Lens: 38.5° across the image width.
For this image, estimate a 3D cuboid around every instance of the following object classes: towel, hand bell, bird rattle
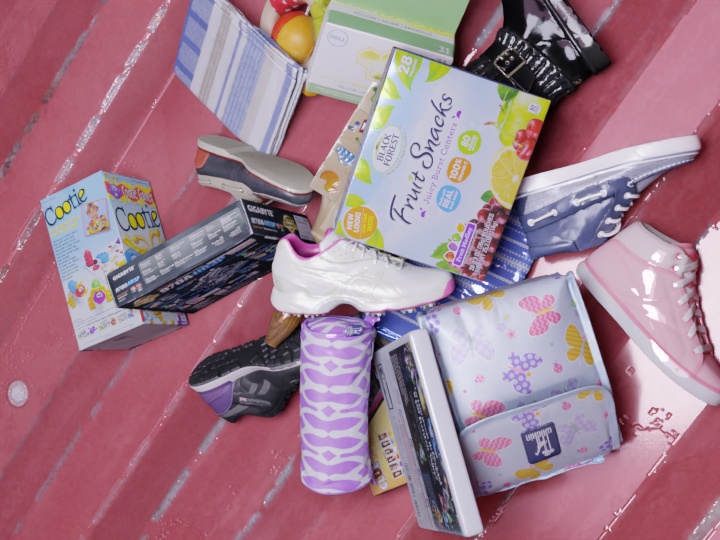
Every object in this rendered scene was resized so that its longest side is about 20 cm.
[{"bbox_3d":[-0.151,-0.243,1.263,0.200,0.024,0.147,44,133,21],"label":"towel"},{"bbox_3d":[0.104,0.002,1.138,0.145,0.024,0.200,26,88,14],"label":"towel"},{"bbox_3d":[-0.052,-0.001,1.172,0.104,0.104,0.200,32,91,22],"label":"hand bell"},{"bbox_3d":[-0.074,-0.301,1.223,0.200,0.113,0.163,39,119,24],"label":"bird rattle"}]

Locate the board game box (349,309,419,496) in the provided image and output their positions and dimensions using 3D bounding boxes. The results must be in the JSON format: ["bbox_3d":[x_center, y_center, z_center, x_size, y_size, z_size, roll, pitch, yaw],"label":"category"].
[{"bbox_3d":[0.040,0.139,1.176,0.135,0.035,0.200,-26,77,20],"label":"board game box"}]

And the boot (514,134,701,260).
[{"bbox_3d":[0.262,-0.075,1.077,0.200,0.073,0.090,-15,90,24],"label":"boot"}]

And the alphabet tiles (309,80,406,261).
[{"bbox_3d":[0.049,-0.103,1.109,0.166,0.006,0.200,31,102,-7],"label":"alphabet tiles"}]

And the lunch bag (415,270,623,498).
[{"bbox_3d":[0.163,0.116,1.053,0.169,0.127,0.200,-16,90,2],"label":"lunch bag"}]

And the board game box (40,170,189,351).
[{"bbox_3d":[-0.309,-0.009,1.302,0.105,0.103,0.200,-22,79,21],"label":"board game box"}]

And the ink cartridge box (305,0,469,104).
[{"bbox_3d":[0.034,-0.258,1.102,0.145,0.200,0.048,14,53,-8],"label":"ink cartridge box"}]

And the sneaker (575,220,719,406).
[{"bbox_3d":[0.318,0.034,1.037,0.105,0.075,0.200,-47,66,20],"label":"sneaker"}]

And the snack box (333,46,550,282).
[{"bbox_3d":[0.080,-0.110,1.069,0.169,0.068,0.200,19,102,-5],"label":"snack box"}]

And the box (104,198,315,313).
[{"bbox_3d":[-0.171,-0.011,1.211,0.200,0.159,0.046,-27,75,21],"label":"box"}]

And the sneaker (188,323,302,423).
[{"bbox_3d":[-0.101,0.127,1.219,0.200,0.076,0.088,-17,119,31],"label":"sneaker"}]

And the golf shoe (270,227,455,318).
[{"bbox_3d":[0.000,0.000,1.097,0.200,0.075,0.092,-2,104,5],"label":"golf shoe"}]

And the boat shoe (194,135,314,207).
[{"bbox_3d":[-0.129,-0.108,1.234,0.200,0.071,0.063,25,115,38],"label":"boat shoe"}]

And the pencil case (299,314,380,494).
[{"bbox_3d":[-0.023,0.142,1.119,0.084,0.085,0.200,27,118,56],"label":"pencil case"}]

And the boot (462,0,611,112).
[{"bbox_3d":[0.153,-0.254,1.126,0.158,0.079,0.211,-36,74,18],"label":"boot"}]

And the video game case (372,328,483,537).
[{"bbox_3d":[0.065,0.168,1.057,0.023,0.182,0.200,-13,82,-13],"label":"video game case"}]
